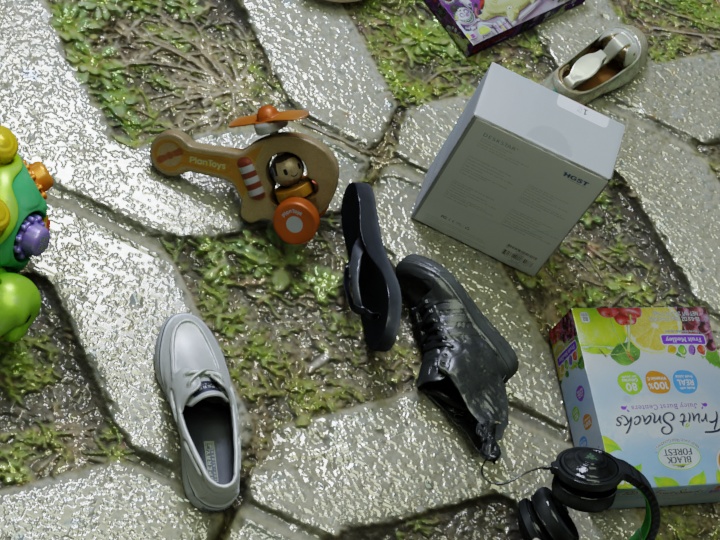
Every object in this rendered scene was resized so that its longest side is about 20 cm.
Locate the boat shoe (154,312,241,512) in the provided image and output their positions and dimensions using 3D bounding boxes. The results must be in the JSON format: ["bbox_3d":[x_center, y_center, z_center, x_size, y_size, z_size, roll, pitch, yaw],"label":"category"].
[{"bbox_3d":[-0.145,0.124,1.496,0.073,0.065,0.202,-8,65,-23],"label":"boat shoe"}]

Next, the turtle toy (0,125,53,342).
[{"bbox_3d":[-0.343,-0.029,1.481,0.100,0.145,0.202,19,55,-34],"label":"turtle toy"}]

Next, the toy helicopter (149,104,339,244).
[{"bbox_3d":[-0.118,-0.115,1.613,0.197,0.134,0.079,11,27,7],"label":"toy helicopter"}]

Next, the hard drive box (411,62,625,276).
[{"bbox_3d":[0.161,-0.101,1.651,0.154,0.200,0.077,25,57,-5],"label":"hard drive box"}]

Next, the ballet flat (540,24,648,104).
[{"bbox_3d":[0.285,-0.243,1.857,0.067,0.062,0.200,45,57,8],"label":"ballet flat"}]

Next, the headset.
[{"bbox_3d":[0.196,0.215,1.536,0.199,0.124,0.094,31,20,-18],"label":"headset"}]

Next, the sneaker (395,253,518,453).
[{"bbox_3d":[0.088,0.082,1.606,0.200,0.060,0.104,47,54,4],"label":"sneaker"}]

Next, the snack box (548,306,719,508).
[{"bbox_3d":[0.300,0.140,1.645,0.167,0.068,0.202,-1,64,-20],"label":"snack box"}]

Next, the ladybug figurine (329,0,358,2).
[{"bbox_3d":[-0.004,-0.390,1.830,0.135,0.072,0.201,35,57,1],"label":"ladybug figurine"}]

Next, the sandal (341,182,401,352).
[{"bbox_3d":[0.000,0.000,1.617,0.042,0.076,0.202,1,51,-21],"label":"sandal"}]

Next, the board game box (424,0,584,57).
[{"bbox_3d":[0.169,-0.340,1.892,0.199,0.032,0.120,-29,70,-30],"label":"board game box"}]

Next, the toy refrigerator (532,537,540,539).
[{"bbox_3d":[0.204,0.355,1.486,0.200,0.076,0.070,45,57,8],"label":"toy refrigerator"}]
